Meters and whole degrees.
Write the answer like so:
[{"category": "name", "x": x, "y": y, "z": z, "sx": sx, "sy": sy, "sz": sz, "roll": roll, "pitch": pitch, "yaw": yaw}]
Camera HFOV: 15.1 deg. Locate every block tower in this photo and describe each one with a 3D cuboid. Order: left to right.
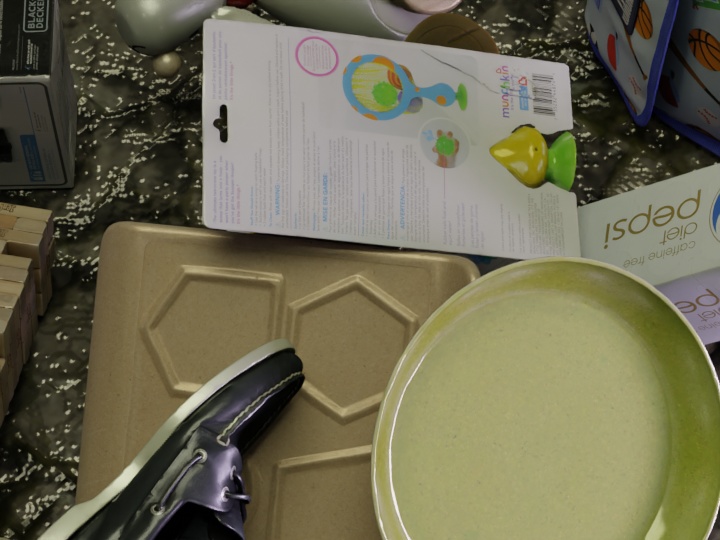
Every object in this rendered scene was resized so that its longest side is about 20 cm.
[{"category": "block tower", "x": -0.209, "y": 0.047, "z": 1.412, "sx": 0.058, "sy": 0.054, "sz": 0.200, "roll": 8, "pitch": 42, "yaw": 8}]

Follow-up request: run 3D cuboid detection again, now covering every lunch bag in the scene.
[{"category": "lunch bag", "x": 0.211, "y": -0.148, "z": 1.485, "sx": 0.200, "sy": 0.170, "sz": 0.124, "roll": 33, "pitch": 59, "yaw": 19}]

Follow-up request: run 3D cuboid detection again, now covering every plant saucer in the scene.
[{"category": "plant saucer", "x": 0.091, "y": 0.092, "z": 1.360, "sx": 0.200, "sy": 0.031, "sz": 0.200, "roll": -2, "pitch": 94, "yaw": -24}]

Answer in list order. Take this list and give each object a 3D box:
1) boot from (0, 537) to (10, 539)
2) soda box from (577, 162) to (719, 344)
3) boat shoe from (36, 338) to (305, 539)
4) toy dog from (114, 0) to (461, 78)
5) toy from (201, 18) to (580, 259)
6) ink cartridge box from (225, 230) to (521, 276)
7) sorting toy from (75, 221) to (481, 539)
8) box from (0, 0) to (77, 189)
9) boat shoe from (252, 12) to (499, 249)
[{"category": "boot", "x": -0.167, "y": 0.219, "z": 1.323, "sx": 0.154, "sy": 0.072, "sz": 0.200, "roll": 8, "pitch": 55, "yaw": 5}, {"category": "soda box", "x": 0.190, "y": -0.011, "z": 1.396, "sx": 0.200, "sy": 0.064, "sz": 0.068, "roll": -18, "pitch": 49, "yaw": 38}, {"category": "boat shoe", "x": -0.087, "y": 0.117, "z": 1.315, "sx": 0.066, "sy": 0.075, "sz": 0.199, "roll": 42, "pitch": 65, "yaw": 15}, {"category": "toy dog", "x": -0.032, "y": -0.132, "z": 1.529, "sx": 0.200, "sy": 0.132, "sz": 0.096, "roll": -10, "pitch": 97, "yaw": 0}, {"category": "toy", "x": 0.012, "y": -0.059, "z": 1.402, "sx": 0.200, "sy": 0.047, "sz": 0.115, "roll": 4, "pitch": 67, "yaw": -14}, {"category": "ink cartridge box", "x": 0.000, "y": 0.000, "z": 1.473, "sx": 0.200, "sy": 0.042, "sz": 0.119, "roll": -34, "pitch": 63, "yaw": -20}, {"category": "sorting toy", "x": -0.043, "y": 0.075, "z": 1.390, "sx": 0.200, "sy": 0.036, "sz": 0.185, "roll": 6, "pitch": 92, "yaw": 8}, {"category": "box", "x": -0.261, "y": -0.096, "z": 1.498, "sx": 0.200, "sy": 0.117, "sz": 0.060, "roll": 0, "pitch": 60, "yaw": 0}, {"category": "boat shoe", "x": 0.004, "y": -0.049, "z": 1.456, "sx": 0.073, "sy": 0.063, "sz": 0.201, "roll": 32, "pitch": 69, "yaw": 2}]
